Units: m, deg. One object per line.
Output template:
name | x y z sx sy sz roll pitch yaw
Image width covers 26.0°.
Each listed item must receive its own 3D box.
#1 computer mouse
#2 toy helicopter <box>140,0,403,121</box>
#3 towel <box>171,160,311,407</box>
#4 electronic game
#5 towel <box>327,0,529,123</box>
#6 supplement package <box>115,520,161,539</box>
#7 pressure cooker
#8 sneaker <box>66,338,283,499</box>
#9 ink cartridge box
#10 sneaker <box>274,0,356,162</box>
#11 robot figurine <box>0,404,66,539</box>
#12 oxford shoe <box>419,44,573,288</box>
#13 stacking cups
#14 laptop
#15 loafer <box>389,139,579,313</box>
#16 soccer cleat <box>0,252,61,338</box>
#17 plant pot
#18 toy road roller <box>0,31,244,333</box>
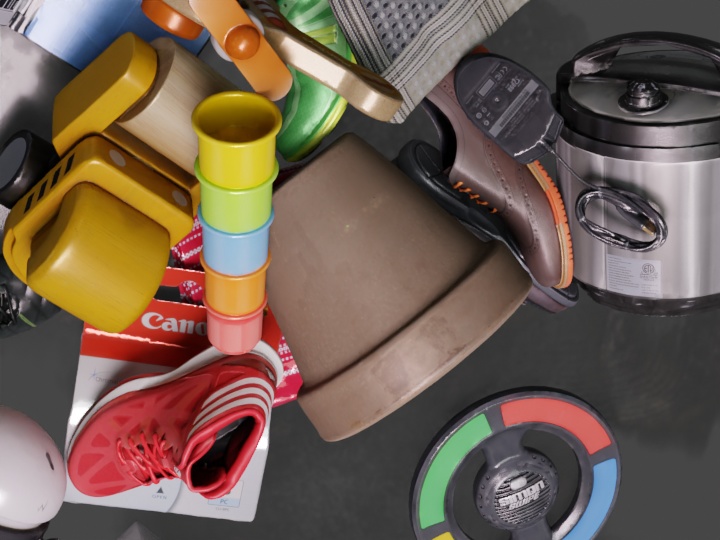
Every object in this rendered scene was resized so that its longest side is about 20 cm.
computer mouse | 0.147 -0.086 1.148 0.200 0.034 0.059 46 105 9
toy helicopter | -0.058 -0.158 1.052 0.199 0.132 0.079 30 107 -10
towel | -0.071 0.018 1.250 0.144 0.023 0.201 -15 117 -11
electronic game | 0.138 0.193 1.380 0.198 0.042 0.202 -6 115 -14
towel | 0.061 -0.229 1.116 0.200 0.034 0.193 -44 135 -16
supplement package | -0.167 0.343 1.316 0.156 0.111 0.200 -43 117 5
pressure cooker | 0.238 -0.086 1.208 0.174 0.179 0.201 -11 117 -9
sneaker | -0.148 0.130 1.149 0.199 0.116 0.078 -36 111 21
ink cartridge box | -0.146 0.098 1.229 0.159 0.047 0.201 8 116 -9
sneaker | -0.033 -0.180 1.152 0.083 0.074 0.201 15 105 -6
robot figurine | -0.312 0.196 1.202 0.150 0.125 0.201 30 102 -29
oxford shoe | 0.101 -0.070 1.211 0.072 0.071 0.201 -27 93 -15
stacking cups | -0.081 -0.025 1.075 0.060 0.061 0.201 -10 133 -12
laptop | -0.165 -0.216 1.067 0.116 0.200 0.188 37 100 7
loafer | 0.091 -0.026 1.262 0.200 0.072 0.063 39 121 -22
soccer cleat | -0.303 0.040 1.156 0.198 0.081 0.068 -17 117 -9
plant pot | 0.000 0.000 1.158 0.200 0.200 0.175 -38 95 2
toy road roller | -0.166 -0.050 1.095 0.200 0.147 0.123 -39 129 24
